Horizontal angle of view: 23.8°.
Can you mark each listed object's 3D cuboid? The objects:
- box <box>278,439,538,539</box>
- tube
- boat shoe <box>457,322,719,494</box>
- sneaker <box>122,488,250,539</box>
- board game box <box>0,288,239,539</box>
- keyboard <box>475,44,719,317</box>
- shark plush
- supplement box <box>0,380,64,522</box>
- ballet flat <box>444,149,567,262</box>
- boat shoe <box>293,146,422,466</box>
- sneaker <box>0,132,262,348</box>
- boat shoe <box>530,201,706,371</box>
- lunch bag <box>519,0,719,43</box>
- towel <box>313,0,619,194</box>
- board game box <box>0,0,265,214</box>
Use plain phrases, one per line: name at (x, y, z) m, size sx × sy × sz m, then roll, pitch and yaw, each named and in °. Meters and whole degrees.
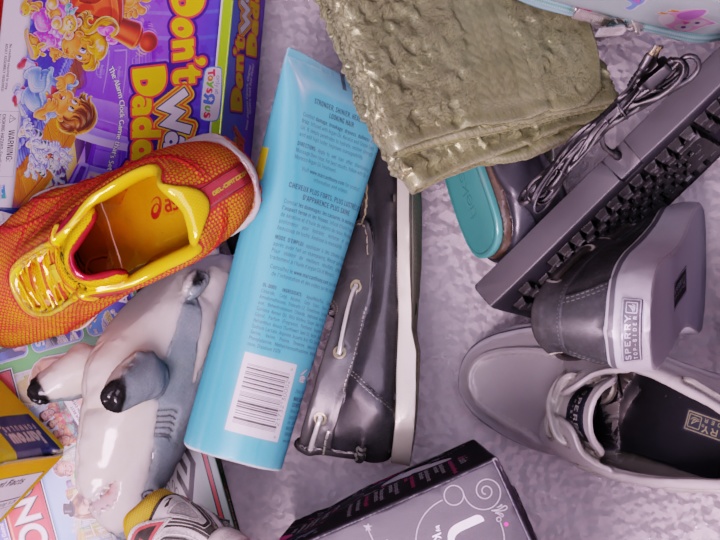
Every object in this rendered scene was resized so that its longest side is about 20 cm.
box at (0.038, 0.164, 0.818) m, size 0.114 × 0.200 × 0.132 m, roll -24°, pitch 86°, yaw 1°
tube at (-0.036, -0.003, 0.846) m, size 0.050 × 0.077 × 0.201 m, roll 15°, pitch 88°, yaw 39°
boat shoe at (0.124, 0.071, 0.846) m, size 0.200 × 0.066 × 0.072 m, roll 19°, pitch 99°, yaw 36°
sneaker at (-0.113, 0.183, 0.855) m, size 0.082 × 0.078 × 0.200 m, roll 40°, pitch 122°, yaw 10°
board game box at (-0.146, 0.096, 0.913) m, size 0.134 × 0.029 × 0.201 m, roll -16°, pitch 86°, yaw -1°
keyboard at (0.136, -0.050, 0.847) m, size 0.200 × 0.127 × 0.021 m, roll -46°, pitch 58°, yaw 17°
shark plush at (-0.089, 0.040, 0.890) m, size 0.083 × 0.091 × 0.200 m, roll 53°, pitch 48°, yaw -23°
supplement box at (-0.266, 0.127, 0.855) m, size 0.110 × 0.109 × 0.200 m, roll 44°, pitch 96°, yaw 9°
ballet flat at (0.059, -0.100, 0.909) m, size 0.073 × 0.073 × 0.200 m, roll -22°, pitch 80°, yaw 0°
boat shoe at (0.000, 0.000, 0.891) m, size 0.067 × 0.072 × 0.201 m, roll 2°, pitch 79°, yaw 7°
sneaker at (-0.138, -0.012, 0.833) m, size 0.200 × 0.077 × 0.073 m, roll -29°, pitch 93°, yaw 37°
boat shoe at (0.133, 0.005, 0.837) m, size 0.056 × 0.200 × 0.069 m, roll 2°, pitch 99°, yaw 20°
lunch bag at (0.142, -0.212, 0.848) m, size 0.160 × 0.077 × 0.201 m, roll 12°, pitch 74°, yaw -14°
towel at (0.040, -0.145, 0.858) m, size 0.148 × 0.036 × 0.201 m, roll -17°, pitch 80°, yaw -28°
board game box at (-0.121, -0.127, 0.902) m, size 0.134 × 0.045 × 0.201 m, roll 3°, pitch 85°, yaw 19°
